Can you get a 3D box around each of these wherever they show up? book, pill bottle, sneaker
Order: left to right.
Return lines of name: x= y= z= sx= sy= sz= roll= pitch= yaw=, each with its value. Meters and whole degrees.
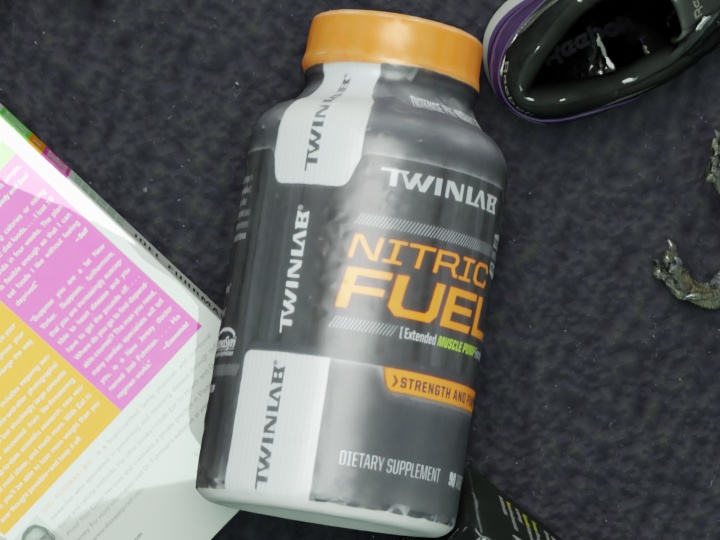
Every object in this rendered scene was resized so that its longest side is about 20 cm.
book: x=-0.131 y=0.039 z=1.211 sx=0.200 sy=0.048 sz=0.134 roll=44 pitch=95 yaw=-8
pill bottle: x=0.000 y=0.000 z=1.163 sx=0.106 sy=0.106 sz=0.201 roll=9 pitch=83 yaw=-1
sneaker: x=0.143 y=-0.116 z=1.164 sx=0.200 sy=0.088 sz=0.076 roll=-34 pitch=98 yaw=4

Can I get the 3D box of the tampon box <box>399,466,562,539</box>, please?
tampon box: x=0.073 y=0.208 z=1.195 sx=0.200 sy=0.126 sz=0.150 roll=41 pitch=97 yaw=-7

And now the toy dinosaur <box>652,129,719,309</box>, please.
toy dinosaur: x=0.174 y=-0.011 z=1.204 sx=0.088 sy=0.047 sz=0.201 roll=17 pitch=102 yaw=-9
